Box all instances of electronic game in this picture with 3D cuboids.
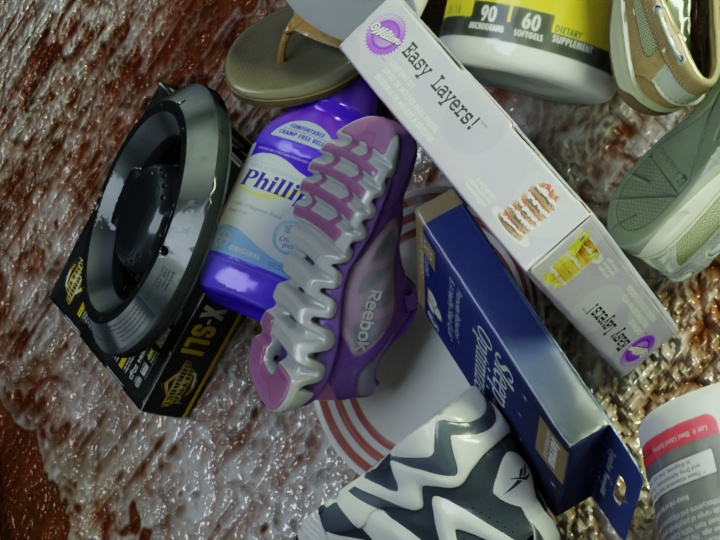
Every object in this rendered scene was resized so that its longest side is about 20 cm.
[{"bbox_3d":[-0.144,-0.036,1.217,0.200,0.041,0.201,-41,39,44],"label":"electronic game"}]

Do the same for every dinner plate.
[{"bbox_3d":[0.044,0.045,1.128,0.199,0.024,0.201,-12,73,42],"label":"dinner plate"}]

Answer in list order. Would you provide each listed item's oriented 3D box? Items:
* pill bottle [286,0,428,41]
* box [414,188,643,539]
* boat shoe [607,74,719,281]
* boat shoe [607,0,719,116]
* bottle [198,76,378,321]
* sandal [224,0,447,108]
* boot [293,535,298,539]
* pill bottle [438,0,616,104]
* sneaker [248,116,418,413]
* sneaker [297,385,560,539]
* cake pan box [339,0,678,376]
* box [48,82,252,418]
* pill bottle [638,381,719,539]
[{"bbox_3d":[0.024,-0.249,1.100,0.114,0.114,0.201,-7,50,42],"label":"pill bottle"},{"bbox_3d":[0.092,0.062,0.994,0.032,0.121,0.200,-28,66,-11],"label":"box"},{"bbox_3d":[0.228,-0.074,0.965,0.202,0.065,0.075,-46,34,19],"label":"boat shoe"},{"bbox_3d":[0.173,-0.191,0.960,0.076,0.071,0.201,160,101,-68],"label":"boat shoe"},{"bbox_3d":[-0.038,-0.063,1.176,0.083,0.065,0.201,21,78,16],"label":"bottle"},{"bbox_3d":[-0.001,-0.168,1.145,0.199,0.054,0.081,-15,55,13],"label":"sandal"},{"bbox_3d":[-0.027,0.294,1.120,0.174,0.069,0.201,25,94,49],"label":"boot"},{"bbox_3d":[0.121,-0.211,1.051,0.114,0.114,0.201,13,90,44],"label":"pill bottle"},{"bbox_3d":[0.000,0.000,1.100,0.080,0.088,0.201,46,121,56],"label":"sneaker"},{"bbox_3d":[0.049,0.167,1.047,0.130,0.079,0.199,52,131,7],"label":"sneaker"},{"bbox_3d":[0.085,-0.048,0.987,0.052,0.184,0.200,-39,60,3],"label":"cake pan box"},{"bbox_3d":[-0.142,-0.016,1.298,0.160,0.049,0.201,43,110,42],"label":"box"},{"bbox_3d":[0.216,0.162,0.882,0.110,0.110,0.201,-26,63,36],"label":"pill bottle"}]
